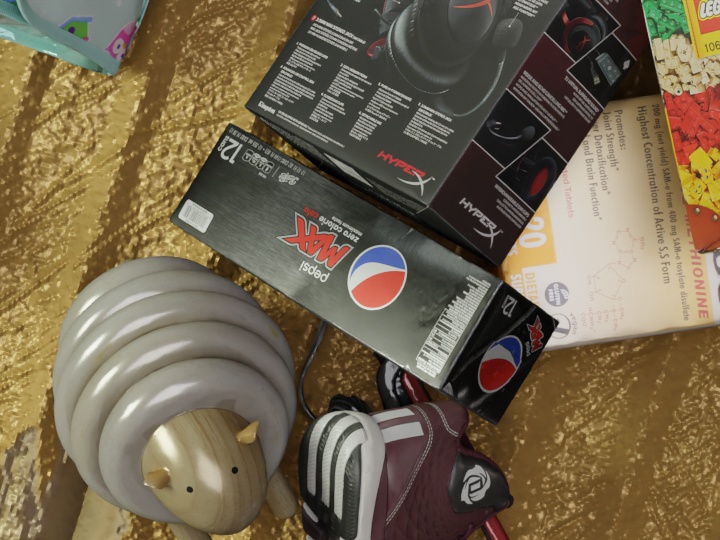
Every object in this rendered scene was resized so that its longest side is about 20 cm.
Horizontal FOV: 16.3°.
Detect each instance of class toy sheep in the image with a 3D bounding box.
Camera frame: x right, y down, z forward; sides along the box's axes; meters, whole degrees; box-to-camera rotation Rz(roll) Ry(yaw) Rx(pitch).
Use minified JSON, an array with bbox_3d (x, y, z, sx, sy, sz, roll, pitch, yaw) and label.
[{"bbox_3d":[-0.095,0.061,1.280,0.138,0.200,0.138,-14,128,-18],"label":"toy sheep"}]

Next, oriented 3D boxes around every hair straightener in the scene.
[{"bbox_3d":[0.021,0.112,1.334,0.077,0.041,0.200,-27,95,-1],"label":"hair straightener"}]

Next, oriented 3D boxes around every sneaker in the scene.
[{"bbox_3d":[0.028,0.153,1.291,0.115,0.076,0.200,-15,127,-30],"label":"sneaker"}]

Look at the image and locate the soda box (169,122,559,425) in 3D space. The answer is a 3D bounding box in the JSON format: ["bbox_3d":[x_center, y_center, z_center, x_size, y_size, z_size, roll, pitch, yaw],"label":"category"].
[{"bbox_3d":[0.000,0.000,1.275,0.200,0.071,0.063,32,89,36],"label":"soda box"}]

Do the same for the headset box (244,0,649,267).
[{"bbox_3d":[0.059,-0.124,1.267,0.149,0.075,0.200,29,84,42],"label":"headset box"}]

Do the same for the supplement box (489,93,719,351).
[{"bbox_3d":[0.165,-0.030,1.324,0.199,0.074,0.126,-9,89,-1],"label":"supplement box"}]

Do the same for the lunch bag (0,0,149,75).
[{"bbox_3d":[-0.183,-0.210,1.300,0.200,0.122,0.171,22,84,-18],"label":"lunch bag"}]

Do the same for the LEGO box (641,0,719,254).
[{"bbox_3d":[0.230,-0.100,1.209,0.077,0.200,0.149,-11,92,42],"label":"LEGO box"}]
